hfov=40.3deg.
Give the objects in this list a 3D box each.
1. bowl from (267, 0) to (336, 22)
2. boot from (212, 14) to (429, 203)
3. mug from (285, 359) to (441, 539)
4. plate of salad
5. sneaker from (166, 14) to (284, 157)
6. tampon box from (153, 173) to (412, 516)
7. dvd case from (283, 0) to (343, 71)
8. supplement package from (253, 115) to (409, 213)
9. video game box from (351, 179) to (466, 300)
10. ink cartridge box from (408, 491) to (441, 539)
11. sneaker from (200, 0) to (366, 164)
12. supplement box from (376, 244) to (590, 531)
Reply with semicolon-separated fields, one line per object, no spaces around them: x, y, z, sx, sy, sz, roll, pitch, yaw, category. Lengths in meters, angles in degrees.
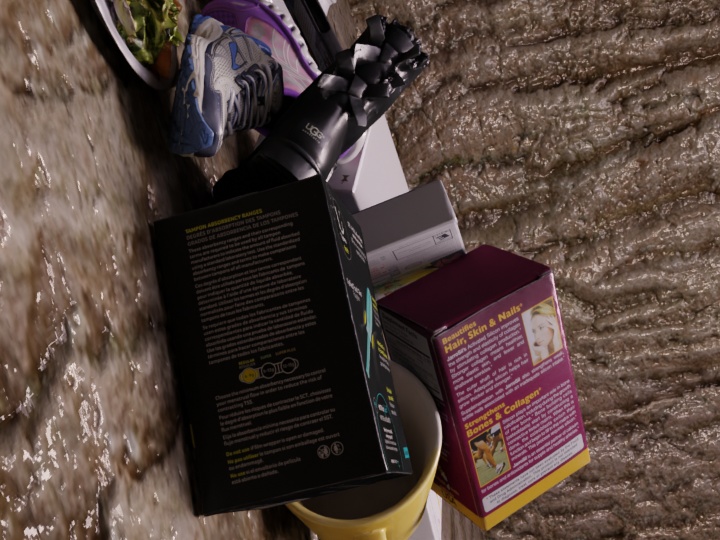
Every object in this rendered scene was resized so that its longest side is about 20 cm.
-0.089;-0.415;1.389;0.201;0.089;0.204;-14;90;-82;bowl
-0.033;-0.112;0.791;0.073;0.163;0.198;41;-22;-8;boot
-0.008;0.190;0.845;0.154;0.148;0.188;80;29;-56;mug
-0.161;-0.230;0.695;0.200;0.047;0.203;-13;90;-82;plate of salad
-0.097;-0.143;0.749;0.201;0.084;0.078;-96;-159;-57;sneaker
-0.051;0.059;0.702;0.150;0.125;0.203;50;27;-74;tampon box
-0.058;-0.267;0.989;0.202;0.017;0.143;64;-4;-3;dvd case
-0.025;-0.075;1.034;0.201;0.120;0.121;66;33;-56;supplement package
0.000;0.000;0.900;0.182;0.198;0.047;57;13;-69;video game box
0.047;0.261;1.231;0.200;0.083;0.147;-62;138;-79;ink cartridge box
-0.084;-0.172;0.893;0.200;0.081;0.088;48;40;10;sneaker
0.109;0.101;0.866;0.103;0.130;0.202;26;-44;58;supplement box
